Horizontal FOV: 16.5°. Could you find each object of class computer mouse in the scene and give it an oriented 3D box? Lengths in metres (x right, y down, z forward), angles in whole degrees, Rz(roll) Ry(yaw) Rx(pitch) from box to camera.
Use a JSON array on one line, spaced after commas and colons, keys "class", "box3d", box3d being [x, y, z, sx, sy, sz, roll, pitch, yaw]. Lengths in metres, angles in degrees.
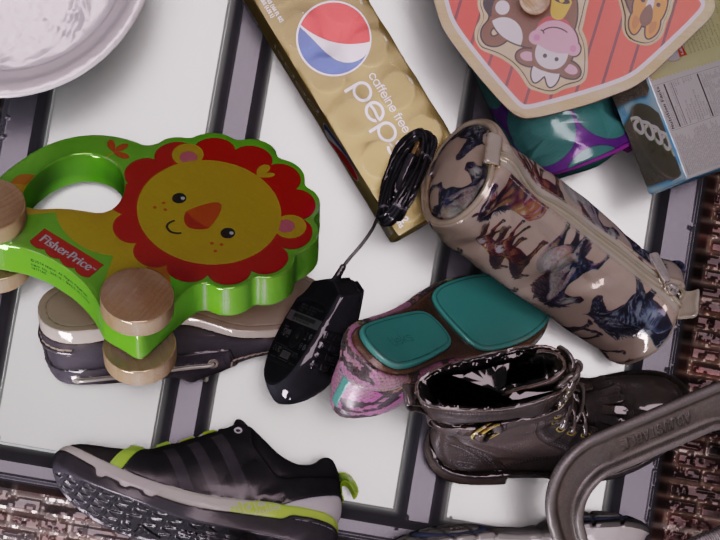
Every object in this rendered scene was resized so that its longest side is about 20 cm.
[{"class": "computer mouse", "box3d": [0.000, 0.000, 1.588, 0.034, 0.059, 0.201, 32, 87, -26]}]

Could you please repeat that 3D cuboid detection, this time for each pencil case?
[{"class": "pencil case", "box3d": [0.110, -0.158, 1.644, 0.092, 0.085, 0.201, -23, 89, -36]}, {"class": "pencil case", "box3d": [0.126, -0.019, 1.600, 0.200, 0.089, 0.078, 35, 45, -29]}]

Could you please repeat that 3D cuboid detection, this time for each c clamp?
[{"class": "c clamp", "box3d": [0.214, 0.160, 1.607, 0.199, 0.027, 0.172, -15, 114, -17]}]

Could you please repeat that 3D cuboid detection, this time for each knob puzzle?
[{"class": "knob puzzle", "box3d": [0.131, -0.194, 1.580, 0.218, 0.030, 0.221, 0, 90, 4]}]

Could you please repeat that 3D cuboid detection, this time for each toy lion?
[{"class": "toy lion", "box3d": [-0.134, -0.029, 1.605, 0.199, 0.069, 0.192, 30, 53, 23]}]

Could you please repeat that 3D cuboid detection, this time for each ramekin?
[{"class": "ramekin", "box3d": [-0.229, -0.209, 1.602, 0.199, 0.098, 0.202, 0, 90, -3]}]

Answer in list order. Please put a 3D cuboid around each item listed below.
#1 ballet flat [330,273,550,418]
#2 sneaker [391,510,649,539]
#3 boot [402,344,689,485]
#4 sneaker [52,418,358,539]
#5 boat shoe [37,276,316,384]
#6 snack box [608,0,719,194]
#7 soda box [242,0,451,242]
[{"class": "ballet flat", "box3d": [0.045, 0.052, 1.612, 0.069, 0.200, 0.071, 49, 127, 17]}, {"class": "sneaker", "box3d": [0.094, 0.207, 1.628, 0.199, 0.075, 0.088, -3, 92, -3]}, {"class": "boot", "box3d": [0.124, 0.087, 1.580, 0.199, 0.174, 0.070, -12, 72, -4]}, {"class": "sneaker", "box3d": [-0.102, 0.137, 1.631, 0.199, 0.072, 0.083, 15, 61, -4]}, {"class": "boat shoe", "box3d": [-0.114, 0.040, 1.640, 0.199, 0.073, 0.063, -3, 130, -10]}, {"class": "snack box", "box3d": [0.202, -0.160, 1.644, 0.116, 0.037, 0.201, -18, 87, -45]}, {"class": "soda box", "box3d": [-0.001, -0.121, 1.644, 0.068, 0.064, 0.201, -32, 89, -6]}]
